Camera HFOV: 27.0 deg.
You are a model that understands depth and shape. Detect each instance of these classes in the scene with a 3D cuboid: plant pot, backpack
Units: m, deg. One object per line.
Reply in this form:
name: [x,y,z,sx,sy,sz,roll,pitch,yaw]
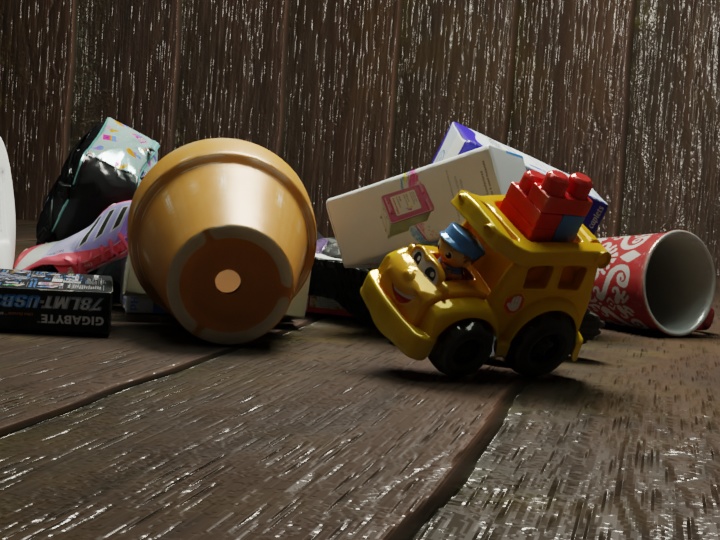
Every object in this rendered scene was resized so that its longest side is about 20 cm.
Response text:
plant pot: [-0.137,-0.016,1.528,0.200,0.200,0.183,3,19,-10]
backpack: [-0.310,-0.088,1.864,0.153,0.176,0.200,20,27,-15]

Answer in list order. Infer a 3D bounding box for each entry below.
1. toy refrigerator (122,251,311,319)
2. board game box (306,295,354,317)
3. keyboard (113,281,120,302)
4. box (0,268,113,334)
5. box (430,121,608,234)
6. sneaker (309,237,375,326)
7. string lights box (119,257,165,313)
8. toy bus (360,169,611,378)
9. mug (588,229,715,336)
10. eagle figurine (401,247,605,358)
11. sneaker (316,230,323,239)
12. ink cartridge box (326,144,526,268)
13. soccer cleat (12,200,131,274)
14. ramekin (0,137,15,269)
toy refrigerator: [-0.162,0.013,1.681,0.200,0.070,0.076,8,-6,-12]
board game box: [0.033,0.034,1.908,0.200,0.046,0.151,6,4,23]
keyboard: [-0.297,0.027,1.877,0.200,0.040,0.104,4,27,-13]
box: [-0.355,0.028,1.543,0.198,0.050,0.200,2,4,-10]
box: [0.166,-0.053,1.830,0.200,0.184,0.105,23,15,-13]
sneaker: [0.000,0.000,1.800,0.088,0.076,0.200,-27,36,-34]
string lights box: [-0.180,0.020,1.771,0.200,0.059,0.103,2,5,-13]
toy bus: [0.125,-0.012,1.358,0.200,0.192,0.136,0,36,-31]
mug: [0.356,0.032,1.981,0.133,0.178,0.200,-41,23,-28]
eagle figurine: [0.130,0.039,1.559,0.200,0.151,0.152,38,64,25]
sneaker: [-0.128,-0.027,1.946,0.200,0.114,0.075,-13,-25,-42]
ink cartridge box: [0.082,-0.067,1.678,0.200,0.085,0.145,-16,-7,20]
soccer cleat: [-0.316,-0.020,1.742,0.200,0.067,0.076,-21,33,10]
ramekin: [-0.453,-0.070,1.697,0.098,0.201,0.200,-3,4,-4]
